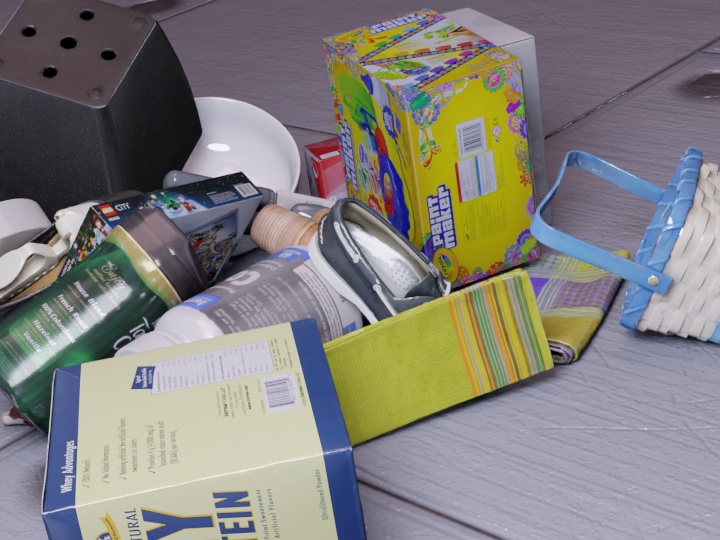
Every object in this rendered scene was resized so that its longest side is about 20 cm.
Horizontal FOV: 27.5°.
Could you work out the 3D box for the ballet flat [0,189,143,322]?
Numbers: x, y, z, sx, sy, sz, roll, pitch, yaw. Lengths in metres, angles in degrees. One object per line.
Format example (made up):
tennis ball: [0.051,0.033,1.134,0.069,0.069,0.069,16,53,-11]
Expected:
ballet flat: [-0.280,-0.014,1.364,0.199,0.069,0.068,-37,71,-7]

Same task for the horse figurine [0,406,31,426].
horse figurine: [-0.303,0.074,1.365,0.131,0.050,0.200,-4,27,26]

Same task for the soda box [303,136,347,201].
soda box: [0.040,-0.125,1.649,0.198,0.071,0.063,-17,25,-15]

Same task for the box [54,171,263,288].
box: [-0.192,-0.016,1.369,0.038,0.137,0.199,46,34,20]

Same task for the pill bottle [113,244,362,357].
pill bottle: [-0.103,0.066,1.231,0.113,0.115,0.199,15,33,42]

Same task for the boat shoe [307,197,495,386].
boat shoe: [0.041,0.022,1.218,0.199,0.061,0.076,39,46,5]

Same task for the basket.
basket: [0.250,-0.029,1.256,0.198,0.140,0.177,29,33,6]

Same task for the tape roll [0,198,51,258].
tape roll: [-0.380,0.008,1.401,0.202,0.037,0.203,-37,-9,-7]

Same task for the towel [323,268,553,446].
towel: [0.057,0.071,1.181,0.198,0.087,0.018,-20,4,-12]

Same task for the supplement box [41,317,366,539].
supplement box: [-0.106,0.151,1.021,0.197,0.136,0.200,-11,24,-5]

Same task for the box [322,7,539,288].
box: [0.067,-0.118,1.400,0.121,0.202,0.193,-19,29,-17]

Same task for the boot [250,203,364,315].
boot: [0.000,0.000,1.377,0.154,0.077,0.200,31,-1,23]

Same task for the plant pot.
plant pot: [-0.283,-0.164,1.469,0.197,0.178,0.201,17,52,8]

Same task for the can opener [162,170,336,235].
can opener: [-0.101,-0.065,1.481,0.197,0.053,0.066,9,-22,-17]

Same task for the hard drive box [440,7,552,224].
hard drive box: [0.124,-0.154,1.525,0.076,0.203,0.156,-16,24,-16]

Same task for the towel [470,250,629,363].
towel: [0.156,0.027,1.335,0.142,0.023,0.200,3,27,27]

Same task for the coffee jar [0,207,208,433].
coffee jar: [-0.221,0.040,1.240,0.200,0.105,0.085,-41,69,-10]

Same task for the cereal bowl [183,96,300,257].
cereal bowl: [-0.162,-0.088,1.586,0.197,0.084,0.202,2,51,-3]
